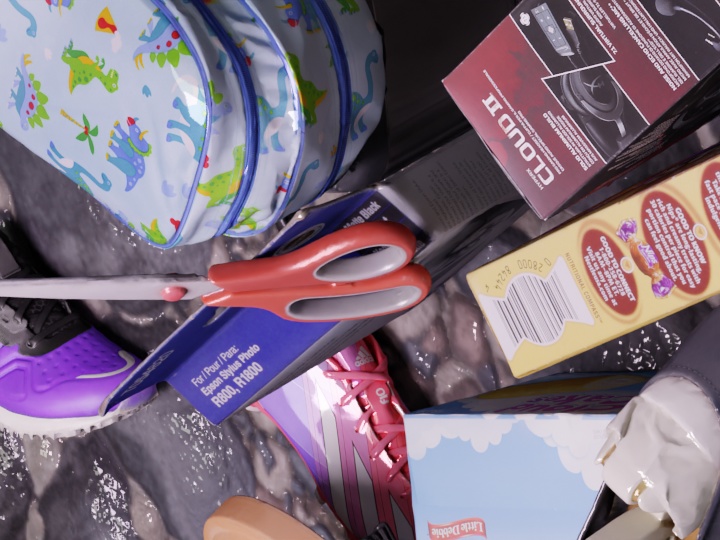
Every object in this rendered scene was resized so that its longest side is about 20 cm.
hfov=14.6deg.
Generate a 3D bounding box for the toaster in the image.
[{"bbox_3d":[-0.001,-0.122,1.274,0.113,0.129,0.201,4,112,44],"label":"toaster"}]

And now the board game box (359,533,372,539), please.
[{"bbox_3d":[0.047,0.222,1.416,0.200,0.029,0.135,49,156,-2],"label":"board game box"}]

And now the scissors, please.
[{"bbox_3d":[-0.067,0.011,1.178,0.073,0.199,0.014,94,166,-64],"label":"scissors"}]

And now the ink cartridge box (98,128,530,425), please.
[{"bbox_3d":[0.000,0.000,1.283,0.041,0.200,0.200,55,138,6],"label":"ink cartridge box"}]

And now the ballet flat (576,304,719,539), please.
[{"bbox_3d":[0.119,0.100,1.137,0.073,0.073,0.201,36,121,26],"label":"ballet flat"}]

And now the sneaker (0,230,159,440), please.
[{"bbox_3d":[-0.199,0.028,1.588,0.199,0.069,0.100,14,117,39],"label":"sneaker"}]

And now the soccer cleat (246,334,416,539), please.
[{"bbox_3d":[0.002,0.078,1.423,0.200,0.067,0.077,47,132,21],"label":"soccer cleat"}]

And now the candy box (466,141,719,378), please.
[{"bbox_3d":[0.152,-0.024,1.184,0.200,0.116,0.057,-29,89,48],"label":"candy box"}]

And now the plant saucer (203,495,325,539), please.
[{"bbox_3d":[-0.006,0.194,1.369,0.200,0.032,0.201,41,161,17],"label":"plant saucer"}]

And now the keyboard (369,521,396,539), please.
[{"bbox_3d":[0.061,0.148,1.290,0.200,0.126,0.021,-115,38,-70],"label":"keyboard"}]

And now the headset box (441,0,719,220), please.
[{"bbox_3d":[0.138,-0.112,1.130,0.077,0.149,0.200,55,138,6],"label":"headset box"}]

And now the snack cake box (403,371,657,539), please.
[{"bbox_3d":[0.129,0.085,1.254,0.199,0.115,0.068,-3,95,45],"label":"snack cake box"}]

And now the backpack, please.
[{"bbox_3d":[-0.084,-0.099,1.185,0.199,0.154,0.164,32,126,8],"label":"backpack"}]
